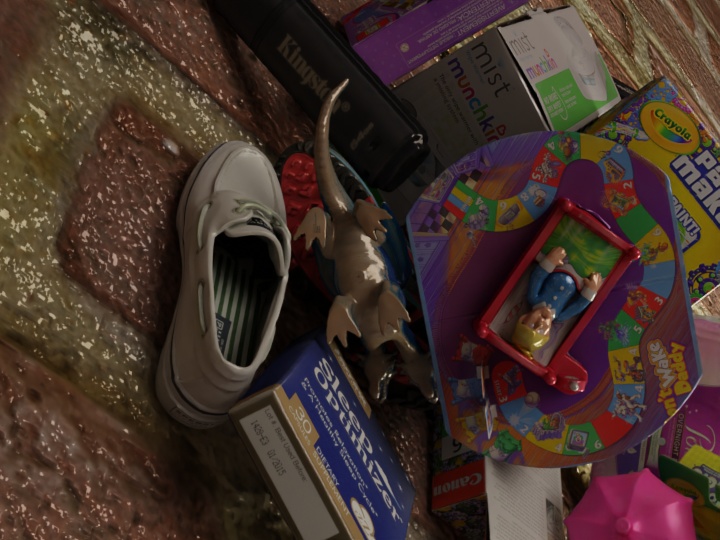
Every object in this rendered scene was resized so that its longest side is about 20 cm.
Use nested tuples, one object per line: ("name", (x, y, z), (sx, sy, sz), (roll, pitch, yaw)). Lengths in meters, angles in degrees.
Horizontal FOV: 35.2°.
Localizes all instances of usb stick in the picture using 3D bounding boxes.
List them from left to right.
("usb stick", (-0.030, -0.139, 0.777), (0.200, 0.055, 0.033), (50, 16, 17))

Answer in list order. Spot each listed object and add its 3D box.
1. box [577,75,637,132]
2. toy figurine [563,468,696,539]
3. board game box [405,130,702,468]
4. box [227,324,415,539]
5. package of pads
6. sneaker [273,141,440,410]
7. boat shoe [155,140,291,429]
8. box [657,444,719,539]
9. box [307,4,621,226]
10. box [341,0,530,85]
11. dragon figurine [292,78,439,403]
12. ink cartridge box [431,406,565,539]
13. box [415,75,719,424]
("box", (0.195, -0.098, 0.986), (0.036, 0.144, 0.200), (-6, 35, -35))
("toy figurine", (0.214, 0.224, 0.839), (0.200, 0.149, 0.185), (-95, 162, -71))
("board game box", (0.114, 0.020, 0.655), (0.039, 0.157, 0.202), (-67, 146, -83))
("box", (-0.013, 0.100, 0.642), (0.122, 0.032, 0.200), (62, 9, -4))
("package of pads", (0.263, 0.128, 0.949), (0.075, 0.120, 0.202), (-2, 100, -55))
("sneaker", (0.000, 0.000, 0.782), (0.201, 0.079, 0.096), (60, 12, -14))
("boat shoe", (-0.065, -0.006, 0.653), (0.073, 0.067, 0.201), (23, 48, -27))
("box", (0.294, 0.208, 0.831), (0.048, 0.117, 0.200), (-44, 126, -13))
("box", (0.086, -0.119, 0.883), (0.097, 0.176, 0.200), (62, 29, -2))
("box", (0.055, -0.202, 0.867), (0.039, 0.136, 0.200), (59, 7, -17))
("dragon figurine", (-0.001, -0.008, 0.695), (0.099, 0.058, 0.201), (0, 72, -85))
("ink cartridge box", (0.100, 0.160, 0.820), (0.109, 0.050, 0.201), (42, 38, -35))
("box", (0.153, -0.019, 0.773), (0.122, 0.192, 0.200), (51, 8, 1))
